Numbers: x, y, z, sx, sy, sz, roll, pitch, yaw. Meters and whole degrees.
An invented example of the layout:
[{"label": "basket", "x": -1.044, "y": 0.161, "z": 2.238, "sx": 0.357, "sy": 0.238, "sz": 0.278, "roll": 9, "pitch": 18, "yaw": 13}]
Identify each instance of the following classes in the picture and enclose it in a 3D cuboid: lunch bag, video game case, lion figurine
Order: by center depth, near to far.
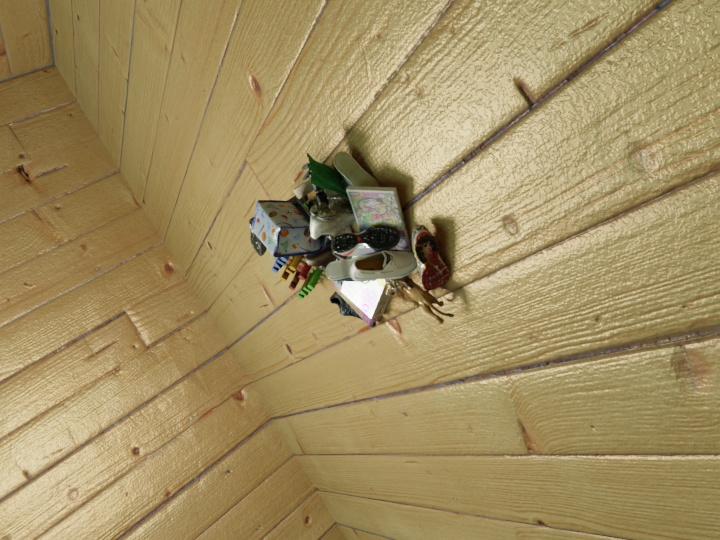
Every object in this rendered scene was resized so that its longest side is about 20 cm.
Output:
[{"label": "video game case", "x": 0.051, "y": -0.137, "z": 1.540, "sx": 0.140, "sy": 0.018, "sz": 0.202, "roll": 6, "pitch": 137, "yaw": 27}, {"label": "lion figurine", "x": 0.155, "y": 0.068, "z": 1.554, "sx": 0.198, "sy": 0.073, "sz": 0.122, "roll": 20, "pitch": 165, "yaw": 49}, {"label": "lunch bag", "x": -0.200, "y": -0.132, "z": 1.731, "sx": 0.170, "sy": 0.197, "sz": 0.126, "roll": 48, "pitch": 127, "yaw": 40}]

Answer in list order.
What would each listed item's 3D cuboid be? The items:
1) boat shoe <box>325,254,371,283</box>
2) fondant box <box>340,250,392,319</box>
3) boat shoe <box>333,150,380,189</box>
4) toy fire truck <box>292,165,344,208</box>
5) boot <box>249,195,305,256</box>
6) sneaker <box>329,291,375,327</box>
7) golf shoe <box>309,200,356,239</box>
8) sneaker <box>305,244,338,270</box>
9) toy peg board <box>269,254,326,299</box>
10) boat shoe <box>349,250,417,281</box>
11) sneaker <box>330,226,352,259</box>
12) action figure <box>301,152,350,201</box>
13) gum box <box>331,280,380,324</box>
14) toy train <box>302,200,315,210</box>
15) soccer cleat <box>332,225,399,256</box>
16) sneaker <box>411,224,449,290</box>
[{"label": "boat shoe", "x": 0.000, "y": 0.000, "z": 1.631, "sx": 0.195, "sy": 0.062, "sz": 0.077, "roll": -10, "pitch": 81, "yaw": 21}, {"label": "fondant box", "x": 0.032, "y": 0.017, "z": 1.694, "sx": 0.144, "sy": 0.058, "sz": 0.203, "roll": 39, "pitch": 126, "yaw": 28}, {"label": "boat shoe", "x": -0.005, "y": -0.234, "z": 1.573, "sx": 0.200, "sy": 0.075, "sz": 0.066, "roll": 46, "pitch": 175, "yaw": -7}, {"label": "toy fire truck", "x": -0.114, "y": -0.215, "z": 1.726, "sx": 0.200, "sy": 0.126, "sz": 0.180, "roll": -149, "pitch": 40, "yaw": -70}, {"label": "boot", "x": -0.270, "y": -0.152, "z": 1.913, "sx": 0.072, "sy": 0.199, "sz": 0.183, "roll": 43, "pitch": 149, "yaw": 20}, {"label": "sneaker", "x": -0.025, "y": 0.131, "z": 1.926, "sx": 0.199, "sy": 0.080, "sz": 0.075, "roll": 37, "pitch": 145, "yaw": 33}, {"label": "golf shoe", "x": -0.066, "y": -0.137, "z": 1.599, "sx": 0.078, "sy": 0.197, "sz": 0.099, "roll": 37, "pitch": 122, "yaw": 37}, {"label": "sneaker", "x": -0.109, "y": -0.032, "z": 1.803, "sx": 0.069, "sy": 0.200, "sz": 0.077, "roll": -2, "pitch": 105, "yaw": 23}, {"label": "toy peg board", "x": -0.226, "y": 0.003, "z": 2.011, "sx": 0.197, "sy": 0.099, "sz": 0.200, "roll": 32, "pitch": 153, "yaw": -11}, {"label": "boat shoe", "x": 0.068, "y": -0.020, "z": 1.533, "sx": 0.070, "sy": 0.195, "sz": 0.072, "roll": 110, "pitch": 149, "yaw": -64}, {"label": "sneaker", "x": -0.066, "y": -0.097, "z": 1.765, "sx": 0.201, "sy": 0.091, "sz": 0.076, "roll": 50, "pitch": 149, "yaw": 14}, {"label": "action figure", "x": -0.071, "y": -0.236, "z": 1.589, "sx": 0.054, "sy": 0.197, "sz": 0.120, "roll": -38, "pitch": 42, "yaw": 36}, {"label": "gum box", "x": -0.002, "y": 0.067, "z": 1.845, "sx": 0.200, "sy": 0.066, "sz": 0.115, "roll": 43, "pitch": 147, "yaw": 24}, {"label": "toy train", "x": -0.139, "y": -0.136, "z": 1.895, "sx": 0.056, "sy": 0.041, "sz": 0.204, "roll": 16, "pitch": 131, "yaw": 62}, {"label": "soccer cleat", "x": 0.022, "y": -0.076, "z": 1.574, "sx": 0.196, "sy": 0.073, "sz": 0.070, "roll": -8, "pitch": 76, "yaw": 25}, {"label": "sneaker", "x": 0.178, "y": -0.033, "z": 1.491, "sx": 0.083, "sy": 0.076, "sz": 0.203, "roll": -107, "pitch": 0, "yaw": -52}]
